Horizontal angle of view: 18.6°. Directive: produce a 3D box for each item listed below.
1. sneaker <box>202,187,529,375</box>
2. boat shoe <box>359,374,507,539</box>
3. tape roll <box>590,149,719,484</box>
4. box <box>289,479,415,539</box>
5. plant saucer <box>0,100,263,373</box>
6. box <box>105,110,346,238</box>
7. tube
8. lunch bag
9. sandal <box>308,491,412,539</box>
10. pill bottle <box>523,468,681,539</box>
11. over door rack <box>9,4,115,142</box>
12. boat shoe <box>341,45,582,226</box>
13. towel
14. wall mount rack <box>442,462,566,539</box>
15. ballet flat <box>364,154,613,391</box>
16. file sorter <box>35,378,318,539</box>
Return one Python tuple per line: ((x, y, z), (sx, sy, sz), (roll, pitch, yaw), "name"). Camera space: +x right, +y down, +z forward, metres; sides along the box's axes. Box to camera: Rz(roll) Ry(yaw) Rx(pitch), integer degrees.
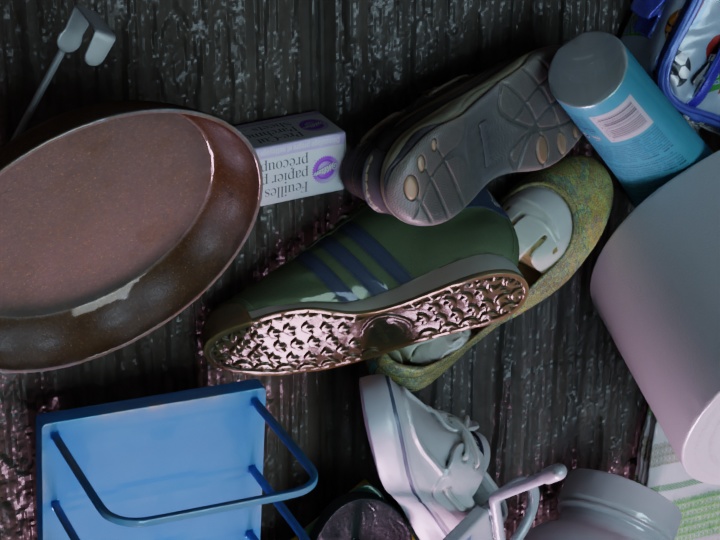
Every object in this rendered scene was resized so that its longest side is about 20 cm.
((0.000, 0.000, 1.338), (0.199, 0.090, 0.067), (-13, 143, 10), "sneaker")
((0.049, 0.115, 1.394), (0.065, 0.074, 0.200), (-16, 152, 8), "boat shoe")
((0.266, 0.026, 1.416), (0.202, 0.139, 0.203), (-19, 149, -12), "tape roll")
((-0.001, 0.229, 1.467), (0.117, 0.048, 0.200), (-38, 130, -8), "box")
((-0.148, -0.023, 1.188), (0.200, 0.035, 0.201), (-23, 148, -15), "plant saucer")
((-0.105, -0.052, 1.265), (0.199, 0.041, 0.039), (-12, 120, -24), "box")
((0.177, -0.081, 1.369), (0.200, 0.077, 0.051), (41, 54, -54), "tube")
((0.256, -0.176, 1.395), (0.160, 0.076, 0.201), (19, 102, -34), "lunch bag")
((0.006, 0.232, 1.413), (0.075, 0.048, 0.201), (-14, 120, -24), "sandal")
((0.145, 0.242, 1.487), (0.112, 0.112, 0.201), (38, 66, -38), "pill bottle")
((-0.241, -0.087, 1.140), (0.147, 0.067, 0.200), (17, 124, -37), "over door rack")
((0.065, -0.091, 1.327), (0.200, 0.073, 0.075), (-28, 121, -42), "boat shoe")
((0.255, 0.147, 1.592), (0.149, 0.031, 0.201), (-7, 115, -30), "towel")
((0.066, 0.195, 1.353), (0.200, 0.074, 0.174), (-42, 144, -26), "wall mount rack")
((0.082, 0.000, 1.379), (0.200, 0.071, 0.071), (-42, 128, -3), "ballet flat")
((-0.105, 0.188, 1.281), (0.138, 0.123, 0.201), (-8, 118, -23), "file sorter")
